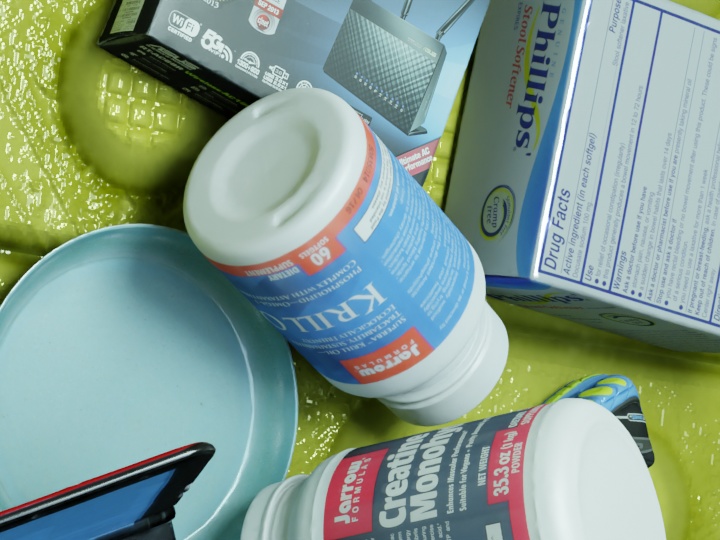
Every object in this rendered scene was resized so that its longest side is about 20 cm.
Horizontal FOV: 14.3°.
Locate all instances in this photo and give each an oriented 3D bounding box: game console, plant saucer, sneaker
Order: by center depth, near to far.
[{"bbox_3d":[-0.163,0.184,1.447,0.200,0.119,0.173,-19,106,-23],"label":"game console"},{"bbox_3d":[-0.125,0.075,1.551,0.200,0.027,0.200,0,90,-33],"label":"plant saucer"},{"bbox_3d":[0.102,0.140,1.671,0.200,0.071,0.083,-38,106,-29],"label":"sneaker"}]

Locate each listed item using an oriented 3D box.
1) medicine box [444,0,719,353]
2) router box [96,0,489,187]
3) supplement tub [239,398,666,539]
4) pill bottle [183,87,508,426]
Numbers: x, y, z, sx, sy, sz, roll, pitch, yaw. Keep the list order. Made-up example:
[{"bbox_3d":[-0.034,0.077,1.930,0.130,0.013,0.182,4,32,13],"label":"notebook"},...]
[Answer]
[{"bbox_3d":[0.164,-0.059,1.695,0.200,0.103,0.182,16,81,-31],"label":"medicine box"},{"bbox_3d":[-0.029,-0.151,1.594,0.200,0.062,0.150,28,73,-30],"label":"router box"},{"bbox_3d":[0.051,0.154,1.528,0.140,0.200,0.141,39,43,-50],"label":"supplement tub"},{"bbox_3d":[0.000,0.000,1.567,0.200,0.112,0.112,46,65,-41],"label":"pill bottle"}]
